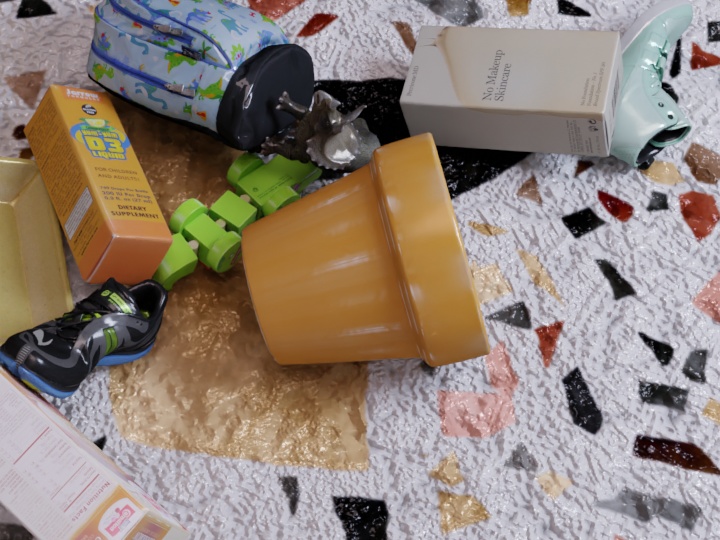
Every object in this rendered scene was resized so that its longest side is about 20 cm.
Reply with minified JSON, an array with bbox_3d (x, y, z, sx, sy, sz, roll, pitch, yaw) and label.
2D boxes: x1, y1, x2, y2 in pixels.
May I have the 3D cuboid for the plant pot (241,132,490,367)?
[{"bbox_3d":[0.000,0.000,1.124,0.183,0.200,0.201,-15,63,4],"label":"plant pot"}]

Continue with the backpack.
[{"bbox_3d":[-0.164,-0.203,1.234,0.200,0.154,0.163,10,25,22],"label":"backpack"}]

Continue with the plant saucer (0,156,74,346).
[{"bbox_3d":[-0.362,-0.011,1.128,0.200,0.048,0.200,3,57,-34],"label":"plant saucer"}]

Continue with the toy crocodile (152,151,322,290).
[{"bbox_3d":[-0.117,-0.050,1.206,0.067,0.062,0.200,39,60,15],"label":"toy crocodile"}]

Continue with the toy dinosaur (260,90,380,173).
[{"bbox_3d":[-0.025,-0.117,1.197,0.102,0.200,0.077,27,93,21],"label":"toy dinosaur"}]

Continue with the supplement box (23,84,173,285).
[{"bbox_3d":[-0.242,-0.080,1.176,0.066,0.069,0.200,3,44,-41],"label":"supplement box"}]

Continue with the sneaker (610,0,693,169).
[{"bbox_3d":[0.304,-0.187,1.311,0.118,0.074,0.200,38,74,21],"label":"sneaker"}]

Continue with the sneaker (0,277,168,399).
[{"bbox_3d":[-0.227,0.047,1.070,0.071,0.083,0.200,36,23,13],"label":"sneaker"}]

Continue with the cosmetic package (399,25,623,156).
[{"bbox_3d":[0.150,-0.177,1.257,0.200,0.073,0.104,5,61,18],"label":"cosmetic package"}]

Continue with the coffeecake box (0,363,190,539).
[{"bbox_3d":[-0.242,0.160,1.012,0.200,0.154,0.073,40,79,15],"label":"coffeecake box"}]
